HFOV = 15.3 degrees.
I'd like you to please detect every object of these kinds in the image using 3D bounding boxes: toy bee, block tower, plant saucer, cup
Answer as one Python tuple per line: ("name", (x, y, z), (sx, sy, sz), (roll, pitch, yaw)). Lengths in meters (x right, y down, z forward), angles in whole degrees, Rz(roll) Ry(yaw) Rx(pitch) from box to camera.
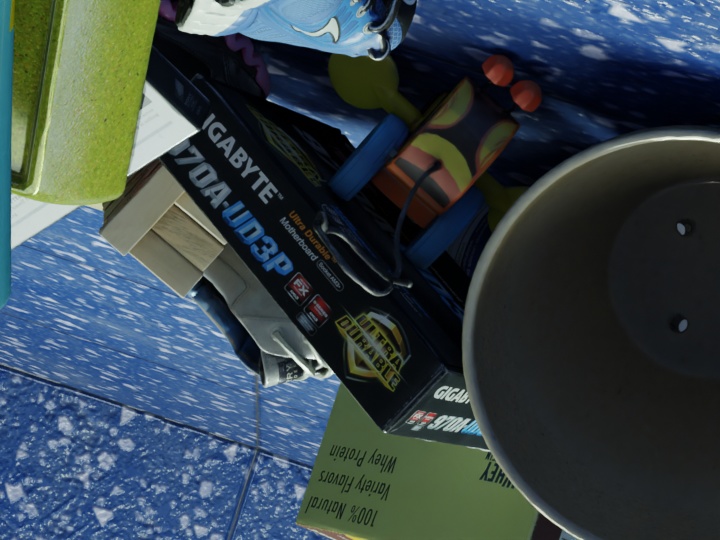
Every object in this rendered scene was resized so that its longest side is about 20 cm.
("toy bee", (0.046, -0.052, 1.259), (0.131, 0.109, 0.200), (38, -167, -25))
("block tower", (-0.098, -0.045, 1.399), (0.058, 0.054, 0.200), (40, -171, -12))
("plant saucer", (-0.189, -0.115, 1.150), (0.199, 0.048, 0.200), (18, 135, 2))
("cup", (0.157, 0.020, 1.240), (0.199, 0.201, 0.143), (17, -163, 9))

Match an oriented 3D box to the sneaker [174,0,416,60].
("sneaker", (-0.015, -0.128, 1.046), (0.089, 0.079, 0.200), (9, 178, -11))

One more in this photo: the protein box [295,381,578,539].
("protein box", (0.098, 0.089, 1.594), (0.135, 0.201, 0.198), (27, 167, -40))

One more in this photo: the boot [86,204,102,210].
("boot", (-0.179, -0.066, 1.506), (0.155, 0.073, 0.200), (18, -168, -3))

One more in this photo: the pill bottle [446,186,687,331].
("pill bottle", (0.097, 0.012, 1.428), (0.115, 0.116, 0.200), (24, 169, -28))

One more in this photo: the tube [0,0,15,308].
("tube", (-0.168, -0.074, 1.083), (0.077, 0.050, 0.201), (17, 125, 18))

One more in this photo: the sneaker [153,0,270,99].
("sneaker", (-0.132, -0.100, 1.300), (0.199, 0.096, 0.079), (25, 165, -37))

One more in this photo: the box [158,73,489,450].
("box", (0.000, 0.000, 1.301), (0.200, 0.046, 0.159), (50, -166, 23))

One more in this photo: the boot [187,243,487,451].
("boot", (-0.011, 0.041, 1.405), (0.200, 0.095, 0.074), (43, 152, 24))

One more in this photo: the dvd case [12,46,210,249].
("dvd case", (-0.186, -0.105, 1.209), (0.150, 0.025, 0.200), (-29, 118, 37))
